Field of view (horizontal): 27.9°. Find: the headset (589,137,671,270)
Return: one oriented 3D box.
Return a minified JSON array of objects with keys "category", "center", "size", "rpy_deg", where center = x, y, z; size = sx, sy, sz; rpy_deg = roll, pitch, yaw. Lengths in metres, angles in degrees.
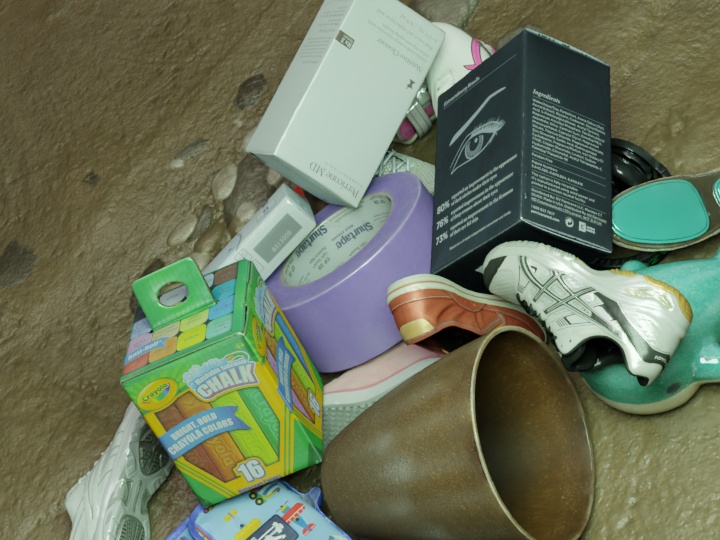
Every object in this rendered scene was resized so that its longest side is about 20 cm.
[{"category":"headset","center":[0.231,-0.077,1.418],"size":[0.123,0.094,0.201],"rpy_deg":[-32,62,-1]}]

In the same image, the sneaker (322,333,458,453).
[{"category":"sneaker","center":[0.018,0.109,1.387],"size":[0.199,0.076,0.105],"rpy_deg":[-25,29,25]}]

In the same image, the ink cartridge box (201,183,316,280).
[{"category":"ink cartridge box","center":[-0.121,-0.025,1.498],"size":[0.160,0.047,0.200],"rpy_deg":[-47,15,6]}]

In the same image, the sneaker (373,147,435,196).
[{"category":"sneaker","center":[0.006,-0.105,1.542],"size":[0.199,0.085,0.077],"rpy_deg":[12,63,35]}]

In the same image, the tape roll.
[{"category":"tape roll","center":[0.000,0.000,1.415],"size":[0.199,0.085,0.200],"rpy_deg":[-32,22,15]}]

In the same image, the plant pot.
[{"category":"plant pot","center":[0.070,0.165,1.256],"size":[0.199,0.187,0.188],"rpy_deg":[-20,47,35]}]

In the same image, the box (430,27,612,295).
[{"category":"box","center":[0.147,-0.093,1.333],"size":[0.148,0.104,0.202],"rpy_deg":[-32,46,53]}]

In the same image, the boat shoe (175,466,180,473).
[{"category":"boat shoe","center":[-0.152,0.179,1.424],"size":[0.066,0.074,0.201],"rpy_deg":[-29,47,-1]}]

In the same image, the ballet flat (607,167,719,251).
[{"category":"ballet flat","center":[0.309,-0.055,1.323],"size":[0.198,0.067,0.069],"rpy_deg":[-14,77,-6]}]

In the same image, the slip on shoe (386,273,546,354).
[{"category":"slip on shoe","center":[0.098,0.055,1.301],"size":[0.074,0.199,0.062],"rpy_deg":[-26,62,33]}]

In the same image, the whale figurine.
[{"category":"whale figurine","center":[0.274,0.032,1.271],"size":[0.199,0.104,0.159],"rpy_deg":[-34,46,0]}]

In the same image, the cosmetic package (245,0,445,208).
[{"category":"cosmetic package","center":[-0.015,-0.176,1.447],"size":[0.081,0.112,0.201],"rpy_deg":[11,74,63]}]

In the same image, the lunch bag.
[{"category":"lunch bag","center":[-0.096,0.277,1.297],"size":[0.150,0.094,0.200],"rpy_deg":[33,70,26]}]

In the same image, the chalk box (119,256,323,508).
[{"category":"chalk box","center":[-0.129,0.083,1.286],"size":[0.124,0.201,0.124],"rpy_deg":[-23,29,13]}]

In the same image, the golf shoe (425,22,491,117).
[{"category":"golf shoe","center":[0.110,-0.172,1.474],"size":[0.072,0.092,0.201],"rpy_deg":[-37,72,26]}]

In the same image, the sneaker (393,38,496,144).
[{"category":"sneaker","center":[0.064,-0.184,1.581],"size":[0.199,0.081,0.089],"rpy_deg":[-21,52,24]}]

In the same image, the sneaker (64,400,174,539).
[{"category":"sneaker","center":[-0.252,0.213,1.457],"size":[0.099,0.078,0.201],"rpy_deg":[-6,53,30]}]

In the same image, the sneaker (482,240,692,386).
[{"category":"sneaker","center":[0.172,0.036,1.207],"size":[0.199,0.076,0.088],"rpy_deg":[16,74,41]}]
